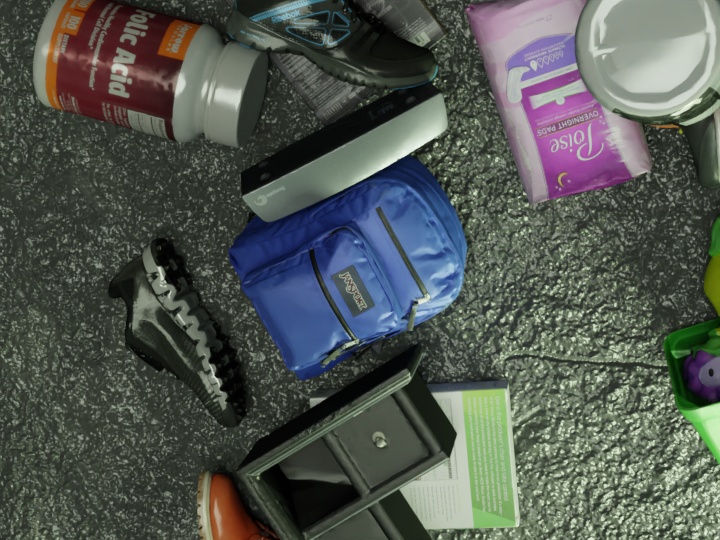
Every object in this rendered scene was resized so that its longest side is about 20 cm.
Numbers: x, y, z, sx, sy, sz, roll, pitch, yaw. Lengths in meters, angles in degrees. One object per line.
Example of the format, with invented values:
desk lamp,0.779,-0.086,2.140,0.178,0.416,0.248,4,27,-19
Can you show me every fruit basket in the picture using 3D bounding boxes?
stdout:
fruit basket,0.372,0.052,1.351,0.214,0.156,0.217,2,119,3

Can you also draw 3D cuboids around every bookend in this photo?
bookend,0.021,0.211,1.428,0.198,0.092,0.201,-31,96,15

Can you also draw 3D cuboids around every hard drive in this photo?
hard drive,-0.015,-0.111,1.369,0.199,0.135,0.042,-28,105,2

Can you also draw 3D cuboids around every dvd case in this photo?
dvd case,-0.037,-0.255,1.397,0.148,0.016,0.200,-36,103,17

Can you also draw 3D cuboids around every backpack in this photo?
backpack,0.000,0.000,1.386,0.199,0.168,0.163,-26,108,12

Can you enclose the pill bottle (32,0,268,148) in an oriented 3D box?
pill bottle,-0.195,-0.186,1.404,0.199,0.114,0.115,15,104,6

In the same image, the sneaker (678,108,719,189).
sneaker,0.291,-0.170,1.353,0.084,0.074,0.201,-9,91,18

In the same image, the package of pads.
package of pads,0.182,-0.168,1.363,0.120,0.076,0.201,-17,99,16

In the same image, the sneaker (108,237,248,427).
sneaker,-0.185,0.073,1.487,0.090,0.066,0.201,-28,92,17

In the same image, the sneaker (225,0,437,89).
sneaker,-0.021,-0.223,1.359,0.199,0.073,0.082,17,112,-1

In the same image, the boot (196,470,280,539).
boot,-0.100,0.284,1.515,0.107,0.075,0.201,-17,107,10

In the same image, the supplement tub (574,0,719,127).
supplement tub,0.249,-0.179,1.221,0.122,0.200,0.123,1,94,17

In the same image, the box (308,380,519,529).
box,0.054,0.186,1.483,0.199,0.036,0.145,-3,102,12
